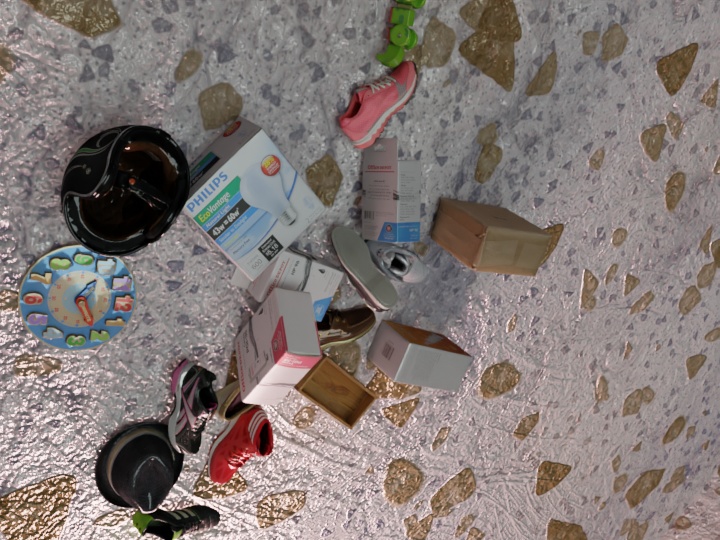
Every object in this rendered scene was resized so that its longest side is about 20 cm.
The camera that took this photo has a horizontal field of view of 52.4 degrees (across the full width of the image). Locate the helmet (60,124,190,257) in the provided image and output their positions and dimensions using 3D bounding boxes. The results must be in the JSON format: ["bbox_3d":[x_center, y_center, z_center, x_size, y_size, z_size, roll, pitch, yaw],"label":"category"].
[{"bbox_3d":[-0.384,-0.128,1.179,0.199,0.189,0.203,20,62,-42],"label":"helmet"}]

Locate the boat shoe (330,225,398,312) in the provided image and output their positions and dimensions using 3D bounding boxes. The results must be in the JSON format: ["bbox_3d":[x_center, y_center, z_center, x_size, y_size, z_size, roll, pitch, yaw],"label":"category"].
[{"bbox_3d":[0.000,0.000,1.511,0.074,0.060,0.201,-41,93,-31],"label":"boat shoe"}]

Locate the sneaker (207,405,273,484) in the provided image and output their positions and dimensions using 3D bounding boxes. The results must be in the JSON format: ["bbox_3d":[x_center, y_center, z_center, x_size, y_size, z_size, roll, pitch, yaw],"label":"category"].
[{"bbox_3d":[-0.251,0.382,1.535,0.078,0.115,0.202,17,101,-36],"label":"sneaker"}]

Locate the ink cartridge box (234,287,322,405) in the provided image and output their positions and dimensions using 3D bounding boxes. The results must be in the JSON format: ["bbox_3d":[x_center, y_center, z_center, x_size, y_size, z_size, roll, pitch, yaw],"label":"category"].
[{"bbox_3d":[-0.164,0.151,1.416,0.082,0.148,0.200,10,139,-32],"label":"ink cartridge box"}]

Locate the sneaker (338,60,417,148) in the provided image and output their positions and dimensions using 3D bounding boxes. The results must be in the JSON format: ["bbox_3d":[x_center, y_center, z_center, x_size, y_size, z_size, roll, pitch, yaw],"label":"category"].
[{"bbox_3d":[0.035,-0.335,1.418,0.087,0.074,0.201,37,90,-36],"label":"sneaker"}]

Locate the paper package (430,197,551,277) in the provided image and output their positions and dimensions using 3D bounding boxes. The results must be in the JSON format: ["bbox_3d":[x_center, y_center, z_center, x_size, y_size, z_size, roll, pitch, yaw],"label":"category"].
[{"bbox_3d":[0.284,-0.075,1.615,0.198,0.191,0.105,5,113,-32],"label":"paper package"}]

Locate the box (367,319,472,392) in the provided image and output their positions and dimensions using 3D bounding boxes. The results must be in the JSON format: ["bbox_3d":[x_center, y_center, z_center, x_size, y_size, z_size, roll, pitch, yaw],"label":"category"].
[{"bbox_3d":[0.137,0.199,1.688,0.198,0.124,0.098,16,102,-36],"label":"box"}]

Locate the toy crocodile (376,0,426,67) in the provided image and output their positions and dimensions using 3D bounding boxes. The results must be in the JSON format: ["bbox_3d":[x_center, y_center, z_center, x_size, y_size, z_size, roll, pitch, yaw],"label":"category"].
[{"bbox_3d":[0.081,-0.488,1.390,0.067,0.061,0.202,-27,132,-68],"label":"toy crocodile"}]

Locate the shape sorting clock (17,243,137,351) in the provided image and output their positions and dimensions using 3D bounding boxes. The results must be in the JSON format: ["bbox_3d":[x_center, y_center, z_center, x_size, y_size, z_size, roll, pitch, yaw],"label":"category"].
[{"bbox_3d":[-0.493,0.051,1.285,0.198,0.039,0.202,-13,117,-27],"label":"shape sorting clock"}]

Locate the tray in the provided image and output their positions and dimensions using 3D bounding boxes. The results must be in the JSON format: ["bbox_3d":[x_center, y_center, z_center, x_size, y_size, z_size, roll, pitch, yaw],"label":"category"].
[{"bbox_3d":[-0.056,0.273,1.658,0.099,0.037,0.200,-50,128,-4],"label":"tray"}]

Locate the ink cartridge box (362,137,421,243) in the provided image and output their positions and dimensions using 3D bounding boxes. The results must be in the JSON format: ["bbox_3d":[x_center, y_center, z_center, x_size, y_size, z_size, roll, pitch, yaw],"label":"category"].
[{"bbox_3d":[0.062,-0.161,1.467,0.066,0.115,0.203,-5,99,-37],"label":"ink cartridge box"}]

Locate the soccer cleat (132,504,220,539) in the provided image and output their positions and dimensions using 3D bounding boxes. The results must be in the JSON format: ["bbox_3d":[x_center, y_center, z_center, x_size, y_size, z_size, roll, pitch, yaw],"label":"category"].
[{"bbox_3d":[-0.383,0.537,1.545,0.198,0.081,0.068,14,103,-35],"label":"soccer cleat"}]

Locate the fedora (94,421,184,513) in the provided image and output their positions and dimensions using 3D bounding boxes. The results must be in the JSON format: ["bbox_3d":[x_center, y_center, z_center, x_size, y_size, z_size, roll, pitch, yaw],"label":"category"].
[{"bbox_3d":[-0.427,0.405,1.450,0.198,0.091,0.203,-13,117,-26],"label":"fedora"}]

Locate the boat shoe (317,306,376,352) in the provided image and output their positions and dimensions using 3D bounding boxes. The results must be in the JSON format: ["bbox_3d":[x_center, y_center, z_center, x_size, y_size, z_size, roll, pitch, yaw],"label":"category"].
[{"bbox_3d":[-0.056,0.119,1.566,0.198,0.072,0.068,-20,122,-20],"label":"boat shoe"}]

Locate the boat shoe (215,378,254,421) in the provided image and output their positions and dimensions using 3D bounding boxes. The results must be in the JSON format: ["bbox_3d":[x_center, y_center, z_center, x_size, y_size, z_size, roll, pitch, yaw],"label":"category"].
[{"bbox_3d":[-0.216,0.244,1.526,0.199,0.066,0.074,-38,126,-12],"label":"boat shoe"}]

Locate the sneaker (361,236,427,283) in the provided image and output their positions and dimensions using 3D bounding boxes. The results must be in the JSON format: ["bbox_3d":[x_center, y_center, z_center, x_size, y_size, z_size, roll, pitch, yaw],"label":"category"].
[{"bbox_3d":[0.089,-0.008,1.572,0.199,0.115,0.076,27,96,-37],"label":"sneaker"}]

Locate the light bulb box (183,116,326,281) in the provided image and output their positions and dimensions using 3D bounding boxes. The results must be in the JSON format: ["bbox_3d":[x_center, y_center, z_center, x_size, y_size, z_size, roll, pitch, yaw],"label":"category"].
[{"bbox_3d":[-0.206,-0.131,1.321,0.198,0.125,0.200,-45,123,-6],"label":"light bulb box"}]

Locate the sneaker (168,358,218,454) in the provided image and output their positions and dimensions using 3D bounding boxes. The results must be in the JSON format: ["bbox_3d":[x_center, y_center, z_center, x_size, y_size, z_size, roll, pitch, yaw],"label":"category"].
[{"bbox_3d":[-0.324,0.280,1.444,0.080,0.085,0.202,-42,140,-59],"label":"sneaker"}]

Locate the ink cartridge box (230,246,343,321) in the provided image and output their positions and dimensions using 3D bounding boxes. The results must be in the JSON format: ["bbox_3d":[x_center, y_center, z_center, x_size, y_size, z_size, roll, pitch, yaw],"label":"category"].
[{"bbox_3d":[-0.146,0.016,1.466,0.199,0.068,0.117,20,99,-36],"label":"ink cartridge box"}]
